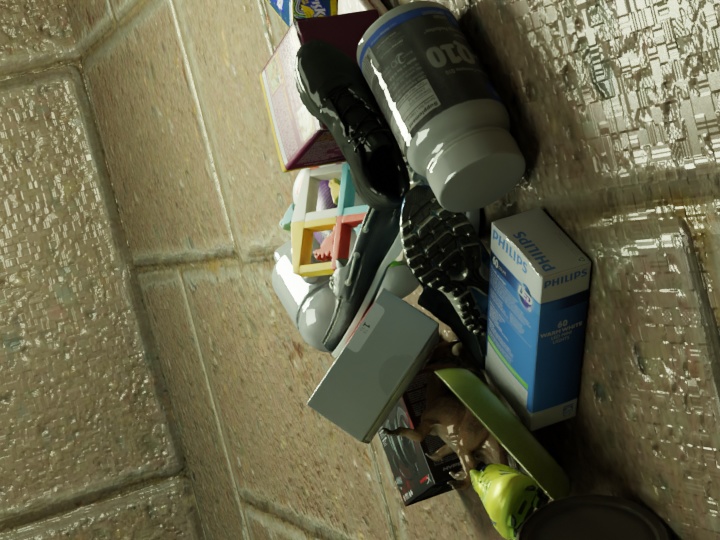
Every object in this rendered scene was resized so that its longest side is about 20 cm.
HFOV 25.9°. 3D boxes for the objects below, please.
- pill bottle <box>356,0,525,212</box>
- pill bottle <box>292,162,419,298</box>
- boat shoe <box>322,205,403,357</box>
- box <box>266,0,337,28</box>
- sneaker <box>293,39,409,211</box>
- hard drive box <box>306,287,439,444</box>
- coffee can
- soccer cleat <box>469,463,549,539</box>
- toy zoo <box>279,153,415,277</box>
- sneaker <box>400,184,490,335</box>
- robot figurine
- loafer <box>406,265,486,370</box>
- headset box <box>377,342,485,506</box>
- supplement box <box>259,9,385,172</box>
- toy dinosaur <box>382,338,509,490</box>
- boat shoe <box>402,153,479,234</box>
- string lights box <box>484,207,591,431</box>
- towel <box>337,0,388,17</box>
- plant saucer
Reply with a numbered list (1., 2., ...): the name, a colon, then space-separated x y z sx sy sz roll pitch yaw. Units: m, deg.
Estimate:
1. pill bottle: 0.083 -0.165 1.585 0.114 0.113 0.201 104 145 -56
2. pill bottle: 0.003 -0.053 1.910 0.200 0.111 0.112 -124 26 -45
3. boat shoe: 0.000 0.000 1.731 0.201 0.060 0.076 -62 0 11
4. box: -0.096 -0.383 2.006 0.200 0.064 0.070 -125 27 -46
5. sneaker: 0.000 -0.153 1.632 0.200 0.076 0.091 57 176 -9
6. hard drive box: 0.019 0.113 1.785 0.077 0.156 0.200 33 175 6
7. coffee can: 0.226 0.341 1.523 0.146 0.146 0.201 -134 33 -54
8. soccer cleat: 0.141 0.228 1.583 0.083 0.065 0.200 29 177 14
9. toy zoo: -0.016 -0.062 1.834 0.199 0.020 0.132 -7 70 40
10. sneaker: 0.093 -0.018 1.656 0.200 0.078 0.090 55 -173 -38
11. robot figurine: -0.048 0.033 2.123 0.170 0.113 0.200 53 -178 -46
12. loafer: 0.098 0.031 1.764 0.068 0.070 0.201 101 148 -54
13. headset box: 0.070 0.177 1.955 0.149 0.077 0.201 126 125 -67
14. supplement box: -0.038 -0.205 1.811 0.200 0.103 0.132 147 111 -72
15. toy dinosaur: 0.122 0.171 1.812 0.200 0.136 0.086 38 -175 27
16. boat shoe: 0.076 -0.120 1.708 0.071 0.069 0.201 -172 69 -70
17. string lights box: 0.175 0.051 1.576 0.103 0.059 0.201 -126 28 -46
18. towel: 0.020 -0.227 1.847 0.201 0.032 0.191 93 153 -44
19. plant saucer: 0.156 0.170 1.652 0.200 0.031 0.200 47 178 2
